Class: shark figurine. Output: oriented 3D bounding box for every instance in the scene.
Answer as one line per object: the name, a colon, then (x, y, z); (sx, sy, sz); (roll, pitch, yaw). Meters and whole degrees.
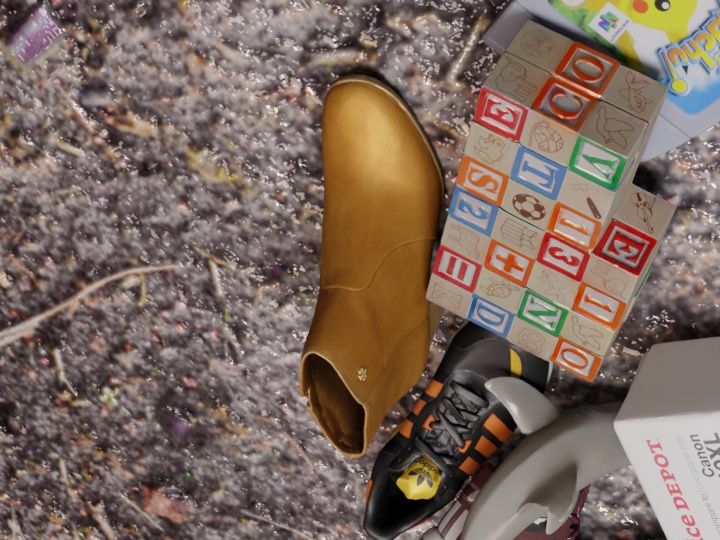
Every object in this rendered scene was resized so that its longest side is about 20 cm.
shark figurine: (0.105, 0.157, 1.083); (0.128, 0.089, 0.215); (34, 92, -21)

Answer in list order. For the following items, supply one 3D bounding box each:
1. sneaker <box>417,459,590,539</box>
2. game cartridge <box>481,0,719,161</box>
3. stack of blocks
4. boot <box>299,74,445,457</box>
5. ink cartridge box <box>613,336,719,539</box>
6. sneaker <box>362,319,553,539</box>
sneaker: (0.143, 0.186, 1.179); (0.200, 0.076, 0.116); (27, 99, -30)
game cartridge: (0.167, -0.147, 0.922); (0.133, 0.041, 0.200); (34, 134, -6)
stack of blocks: (0.113, -0.034, 0.994); (0.115, 0.059, 0.200); (27, 146, 11)
boot: (0.000, 0.000, 1.054); (0.071, 0.144, 0.202); (2, 126, 26)
ink cartridge box: (0.267, 0.111, 1.019); (0.200, 0.083, 0.145); (-9, 120, 36)
sneaker: (0.060, 0.108, 1.145); (0.070, 0.090, 0.200); (32, 134, 1)
